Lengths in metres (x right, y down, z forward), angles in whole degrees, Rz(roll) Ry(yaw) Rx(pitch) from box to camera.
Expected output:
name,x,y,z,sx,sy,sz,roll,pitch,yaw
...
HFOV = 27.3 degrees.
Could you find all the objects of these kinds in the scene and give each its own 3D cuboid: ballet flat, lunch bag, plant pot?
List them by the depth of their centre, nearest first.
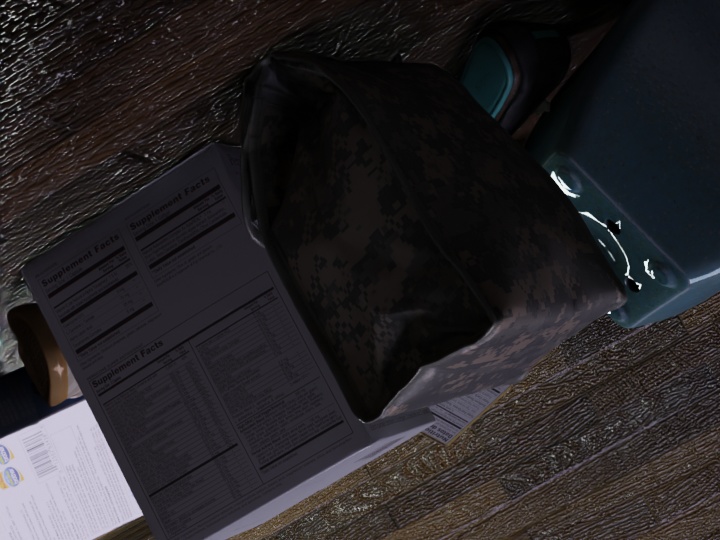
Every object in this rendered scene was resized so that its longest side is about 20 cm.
name,x,y,z,sx,sy,sz,roll,pitch,yaw
lunch bag,0.028,-0.032,0.824,0.117,0.201,0.164,-39,163,30
plant pot,0.211,-0.078,0.959,0.200,0.196,0.196,-44,176,-21
ballet flat,0.085,-0.107,0.996,0.073,0.073,0.200,-24,167,-26

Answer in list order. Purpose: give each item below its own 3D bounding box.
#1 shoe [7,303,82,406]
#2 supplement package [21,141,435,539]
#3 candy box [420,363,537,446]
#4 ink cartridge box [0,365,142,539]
name,x,y,z,sx,sy,sz,roll,pitch,yaw
shoe,-0.202,0.053,1.009,0.053,0.070,0.200,-26,178,-15
supplement package,-0.078,0.049,0.931,0.150,0.201,0.152,-31,170,14
candy box,0.104,0.027,1.090,0.200,0.056,0.117,-47,-161,40
ink cartridge box,-0.248,0.148,1.148,0.199,0.076,0.137,-26,127,-17
